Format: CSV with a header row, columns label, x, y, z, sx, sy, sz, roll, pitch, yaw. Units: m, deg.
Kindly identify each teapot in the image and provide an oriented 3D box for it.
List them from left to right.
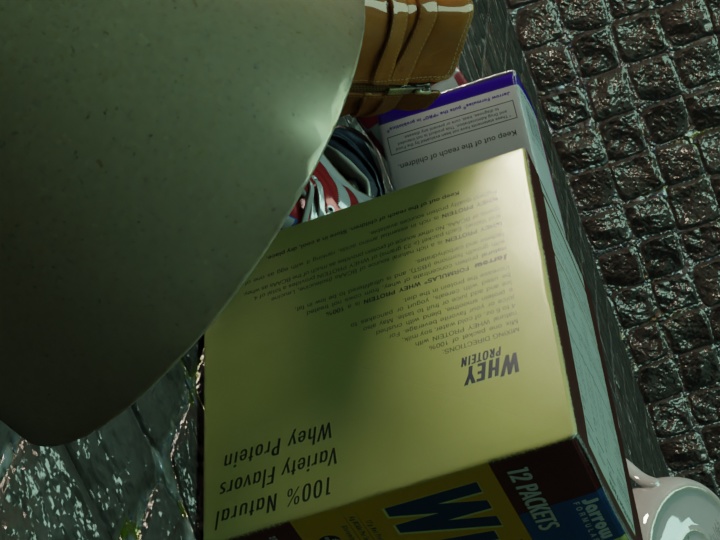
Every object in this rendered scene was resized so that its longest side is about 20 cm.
label,x,y,z,sx,sy,sz,roll,pitch,yaw
teapot,0.351,0.342,2.036,0.197,0.146,0.201,27,65,-32

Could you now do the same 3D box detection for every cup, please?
label,x,y,z,sx,sy,sz,roll,pitch,yaw
cup,-0.117,-0.062,0.572,0.143,0.200,0.201,34,30,-24

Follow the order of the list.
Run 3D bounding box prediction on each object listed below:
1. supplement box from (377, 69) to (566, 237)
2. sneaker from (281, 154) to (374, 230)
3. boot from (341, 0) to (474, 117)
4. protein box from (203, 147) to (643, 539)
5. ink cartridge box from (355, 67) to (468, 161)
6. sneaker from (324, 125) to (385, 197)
label,x,y,z,sx,sy,sz,roll,pitch,yaw
supplement box,0.089,-0.015,1.136,0.101,0.103,0.201,43,32,-70
sneaker,-0.020,-0.020,0.993,0.200,0.071,0.112,39,18,2
boot,-0.007,-0.139,0.910,0.200,0.154,0.077,117,-34,-54
protein box,0.030,0.075,0.909,0.201,0.198,0.135,-95,161,-44
ink cartridge box,0.007,-0.174,1.260,0.201,0.083,0.145,58,6,23
sneaker,-0.002,0.000,1.126,0.146,0.077,0.203,-21,90,-82
